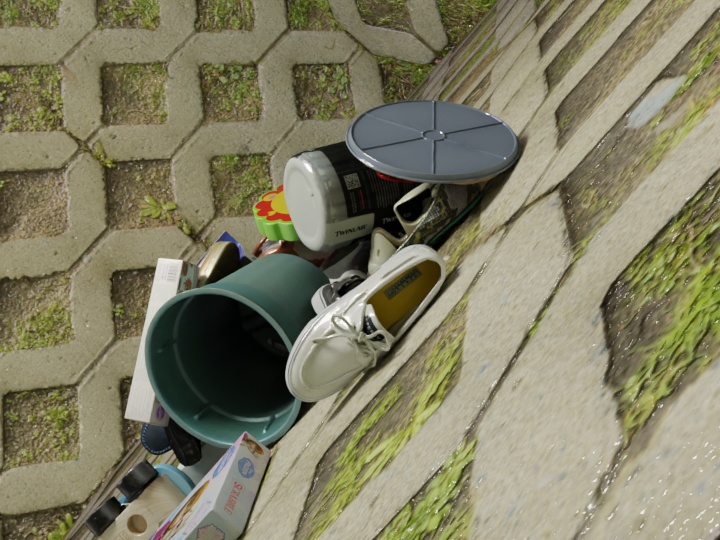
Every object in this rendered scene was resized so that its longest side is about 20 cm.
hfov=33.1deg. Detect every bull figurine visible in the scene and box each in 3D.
[{"bbox_3d":[-0.060,-0.029,1.749,0.200,0.065,0.121,4,-40,-43],"label":"bull figurine"}]

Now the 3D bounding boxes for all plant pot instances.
[{"bbox_3d":[-0.124,0.079,1.453,0.200,0.200,0.196,-46,0,30],"label":"plant pot"}]

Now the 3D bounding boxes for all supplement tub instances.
[{"bbox_3d":[0.018,-0.102,1.460,0.199,0.123,0.122,-16,-8,-23],"label":"supplement tub"}]

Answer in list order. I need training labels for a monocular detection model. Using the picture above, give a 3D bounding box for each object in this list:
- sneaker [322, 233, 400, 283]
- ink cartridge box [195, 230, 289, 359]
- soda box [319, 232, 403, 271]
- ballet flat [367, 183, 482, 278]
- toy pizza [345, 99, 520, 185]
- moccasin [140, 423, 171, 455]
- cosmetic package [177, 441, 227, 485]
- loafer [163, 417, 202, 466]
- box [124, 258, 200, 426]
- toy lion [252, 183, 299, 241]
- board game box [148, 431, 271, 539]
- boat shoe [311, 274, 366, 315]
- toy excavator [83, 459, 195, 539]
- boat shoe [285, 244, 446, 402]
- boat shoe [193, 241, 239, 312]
[{"bbox_3d":[0.000,0.000,1.558,0.099,0.071,0.200,-51,12,-21],"label":"sneaker"},{"bbox_3d":[-0.135,0.050,1.584,0.100,0.200,0.039,-49,3,11],"label":"ink cartridge box"},{"bbox_3d":[-0.027,0.011,1.685,0.200,0.063,0.071,-47,7,24],"label":"soda box"},{"bbox_3d":[0.053,-0.041,1.404,0.200,0.072,0.072,-49,6,13],"label":"ballet flat"},{"bbox_3d":[0.082,-0.141,1.384,0.200,0.200,0.032,-59,-23,-54],"label":"toy pizza"},{"bbox_3d":[-0.228,0.167,1.649,0.200,0.080,0.068,-52,10,-3],"label":"moccasin"},{"bbox_3d":[-0.166,0.201,1.600,0.151,0.052,0.200,-50,6,22],"label":"cosmetic package"},{"bbox_3d":[-0.217,0.170,1.536,0.070,0.068,0.201,-16,32,-5],"label":"loafer"},{"bbox_3d":[-0.238,0.085,1.464,0.039,0.041,0.201,26,-109,-59],"label":"box"},{"bbox_3d":[-0.039,-0.091,1.629,0.191,0.069,0.200,-31,31,-28],"label":"toy lion"},{"bbox_3d":[-0.183,0.285,1.273,0.200,0.041,0.200,-48,7,13],"label":"board game box"},{"bbox_3d":[-0.010,0.039,1.351,0.066,0.070,0.200,-56,8,10],"label":"boat shoe"},{"bbox_3d":[-0.266,0.316,1.523,0.195,0.100,0.200,-47,-6,12],"label":"toy excavator"},{"bbox_3d":[0.009,0.057,1.182,0.202,0.075,0.086,-40,9,-1],"label":"boat shoe"},{"bbox_3d":[-0.219,0.047,1.523,0.200,0.066,0.074,-64,-25,-13],"label":"boat shoe"}]
